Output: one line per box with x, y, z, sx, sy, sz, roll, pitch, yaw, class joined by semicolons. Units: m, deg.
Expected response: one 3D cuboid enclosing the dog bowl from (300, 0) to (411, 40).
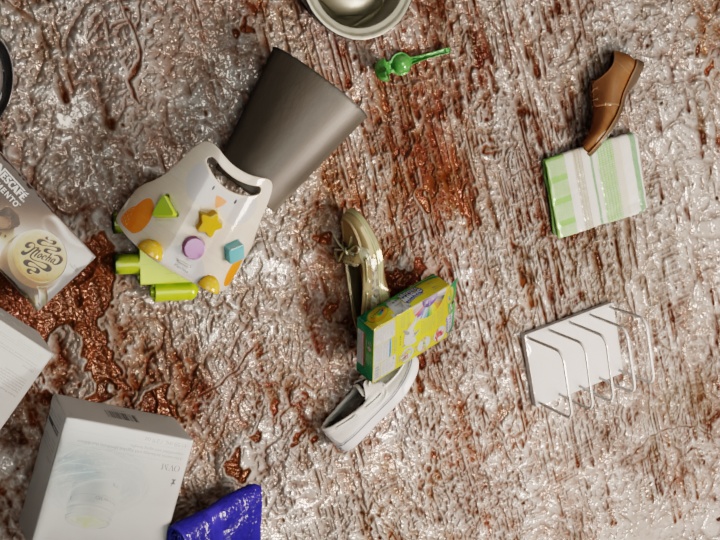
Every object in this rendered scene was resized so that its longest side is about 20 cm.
-0.015;-0.458;1.716;0.197;0.074;0.204;-5;102;-24;dog bowl

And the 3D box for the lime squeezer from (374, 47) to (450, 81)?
0.065;-0.333;1.783;0.199;0.070;0.038;-30;95;-49;lime squeezer

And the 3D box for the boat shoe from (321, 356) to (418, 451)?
0.016;0.207;1.844;0.201;0.073;0.065;-50;119;-10;boat shoe

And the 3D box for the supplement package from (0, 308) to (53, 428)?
-0.564;0.132;1.520;0.191;0.147;0.201;38;83;-25;supplement package

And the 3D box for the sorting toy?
-0.221;-0.083;1.602;0.199;0.107;0.181;31;101;-22;sorting toy

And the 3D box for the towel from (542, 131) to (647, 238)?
0.420;-0.154;2.000;0.197;0.031;0.152;-17;103;-19;towel

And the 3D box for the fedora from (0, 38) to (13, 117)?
-0.560;-0.255;1.487;0.197;0.090;0.180;-16;105;-22;fedora

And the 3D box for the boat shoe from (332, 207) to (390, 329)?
0.000;0.000;1.801;0.062;0.073;0.203;-23;109;-22;boat shoe

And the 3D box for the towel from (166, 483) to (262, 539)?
-0.222;0.429;1.725;0.199;0.049;0.150;-20;123;-54;towel

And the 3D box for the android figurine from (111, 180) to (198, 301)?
-0.276;-0.045;1.683;0.197;0.041;0.185;-5;100;-22;android figurine

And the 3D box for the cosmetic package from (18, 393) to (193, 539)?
-0.378;0.313;1.653;0.197;0.123;0.203;15;94;-26;cosmetic package

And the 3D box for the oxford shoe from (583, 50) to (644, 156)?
0.427;-0.294;1.957;0.071;0.071;0.202;27;75;-6;oxford shoe

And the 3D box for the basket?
-0.116;-0.202;1.680;0.179;0.136;0.201;35;89;6;basket

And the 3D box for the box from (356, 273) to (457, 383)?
0.080;0.087;1.828;0.198;0.048;0.119;-26;135;-32;box

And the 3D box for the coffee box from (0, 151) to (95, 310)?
-0.484;-0.059;1.562;0.113;0.080;0.201;-43;113;-11;coffee box

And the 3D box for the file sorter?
0.412;0.161;1.992;0.197;0.124;0.141;-18;106;-22;file sorter
